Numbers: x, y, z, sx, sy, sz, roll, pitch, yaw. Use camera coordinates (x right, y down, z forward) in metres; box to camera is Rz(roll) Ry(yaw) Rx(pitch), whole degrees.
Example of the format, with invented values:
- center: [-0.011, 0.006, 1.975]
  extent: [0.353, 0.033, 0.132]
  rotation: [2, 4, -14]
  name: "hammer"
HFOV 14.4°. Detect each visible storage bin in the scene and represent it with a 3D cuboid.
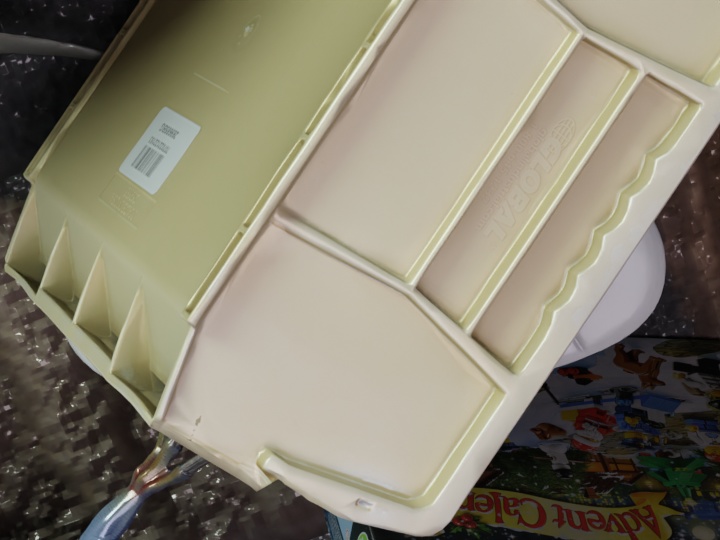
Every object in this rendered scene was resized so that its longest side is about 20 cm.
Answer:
- center: [0.002, -0.044, 0.806]
  extent: [0.094, 0.200, 0.199]
  rotation: [34, 90, -23]
  name: "storage bin"

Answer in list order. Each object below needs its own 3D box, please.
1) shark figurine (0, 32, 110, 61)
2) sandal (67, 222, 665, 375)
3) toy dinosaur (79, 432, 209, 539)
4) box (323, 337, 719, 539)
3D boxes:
- center: [-0.176, 0.000, 0.912]
  extent: [0.089, 0.128, 0.215]
  rotation: [25, 95, -50]
  name: "shark figurine"
- center: [0.000, -0.007, 0.948]
  extent: [0.202, 0.050, 0.083]
  rotation: [-3, 106, 5]
  name: "sandal"
- center: [-0.075, 0.142, 0.936]
  extent: [0.105, 0.181, 0.200]
  rotation: [40, 83, -23]
  name: "toy dinosaur"
- center: [0.087, 0.072, 0.956]
  extent: [0.199, 0.137, 0.038]
  rotation: [2, 119, -13]
  name: "box"
